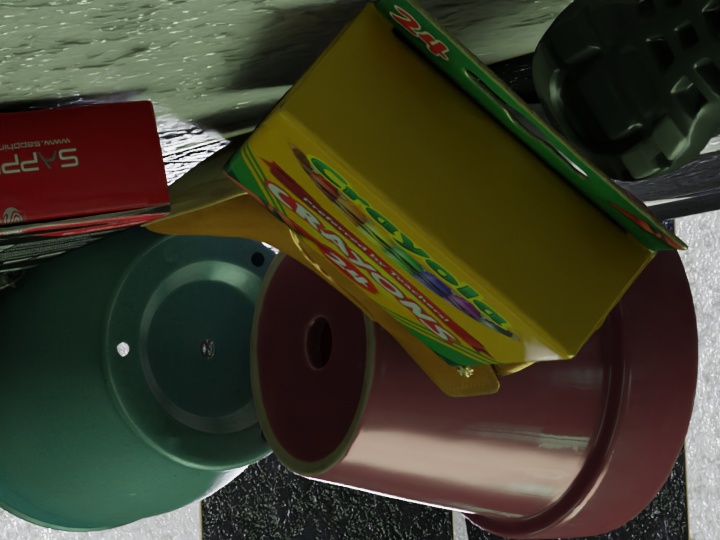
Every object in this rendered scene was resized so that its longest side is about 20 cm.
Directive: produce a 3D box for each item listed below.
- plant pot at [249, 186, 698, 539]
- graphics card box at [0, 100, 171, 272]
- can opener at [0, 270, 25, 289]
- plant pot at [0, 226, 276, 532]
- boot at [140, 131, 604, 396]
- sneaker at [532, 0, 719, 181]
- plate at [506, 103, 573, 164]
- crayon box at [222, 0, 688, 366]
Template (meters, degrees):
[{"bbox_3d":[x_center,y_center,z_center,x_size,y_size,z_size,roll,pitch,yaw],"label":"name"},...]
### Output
[{"bbox_3d":[0.048,0.045,0.912,0.179,0.200,0.200,2,172,-31],"label":"plant pot"},{"bbox_3d":[-0.171,-0.025,0.709,0.125,0.051,0.200,-9,177,-26],"label":"graphics card box"},{"bbox_3d":[-0.250,-0.007,0.990,0.063,0.079,0.200,-51,-161,-21],"label":"can opener"},{"bbox_3d":[-0.126,0.051,1.003,0.200,0.200,0.188,-8,177,-33],"label":"plant pot"},{"bbox_3d":[0.001,0.000,0.781,0.201,0.144,0.071,-15,-154,39],"label":"boot"},{"bbox_3d":[0.125,-0.082,0.473,0.079,0.075,0.200,-32,-171,-26],"label":"sneaker"},{"bbox_3d":[0.025,-0.060,0.927,0.200,0.032,0.199,-11,178,43],"label":"plate"},{"bbox_3d":[0.022,-0.025,0.608,0.051,0.127,0.200,-50,-175,-10],"label":"crayon box"}]
